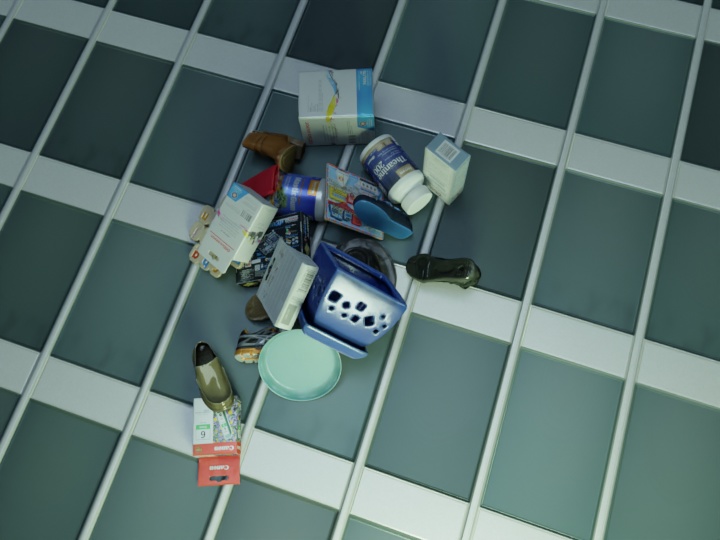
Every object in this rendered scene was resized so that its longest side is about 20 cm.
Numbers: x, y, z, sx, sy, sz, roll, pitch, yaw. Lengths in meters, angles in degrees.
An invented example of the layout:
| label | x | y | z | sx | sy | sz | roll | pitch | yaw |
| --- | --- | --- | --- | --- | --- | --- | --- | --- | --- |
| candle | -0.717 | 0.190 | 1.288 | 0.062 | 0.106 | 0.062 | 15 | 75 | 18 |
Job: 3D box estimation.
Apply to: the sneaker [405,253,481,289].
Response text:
| label | x | y | z | sx | sy | sz | roll | pitch | yaw |
| --- | --- | --- | --- | --- | --- | --- | --- | --- | --- |
| sneaker | 0.215 | 0.006 | 1.709 | 0.197 | 0.114 | 0.077 | 1 | 75 | 33 |

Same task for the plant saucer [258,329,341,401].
| label | x | y | z | sx | sy | sz | roll | pitch | yaw |
| --- | --- | --- | --- | --- | --- | --- | --- | --- | --- |
| plant saucer | -0.144 | 0.222 | 1.620 | 0.197 | 0.027 | 0.202 | -1 | 116 | -1 |

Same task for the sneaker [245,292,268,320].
| label | x | y | z | sx | sy | sz | roll | pitch | yaw |
| --- | --- | --- | --- | --- | --- | --- | --- | --- | --- |
| sneaker | -0.191 | 0.075 | 1.713 | 0.199 | 0.112 | 0.072 | -28 | 72 | 26 |

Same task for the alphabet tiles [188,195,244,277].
| label | x | y | z | sx | sy | sz | roll | pitch | yaw |
| --- | --- | --- | --- | --- | --- | --- | --- | --- | --- |
| alphabet tiles | -0.358 | -0.089 | 1.759 | 0.199 | 0.015 | 0.197 | 30 | 89 | 26 |

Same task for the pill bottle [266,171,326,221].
| label | x | y | z | sx | sy | sz | roll | pitch | yaw |
| --- | --- | --- | --- | --- | --- | --- | --- | --- | --- |
| pill bottle | -0.136 | -0.189 | 1.763 | 0.197 | 0.112 | 0.113 | 9 | 73 | 7 |

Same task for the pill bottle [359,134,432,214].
| label | x | y | z | sx | sy | sz | roll | pitch | yaw |
| --- | --- | --- | --- | --- | --- | --- | --- | --- | --- |
| pill bottle | 0.095 | -0.247 | 1.769 | 0.110 | 0.111 | 0.201 | -35 | 74 | -8 |

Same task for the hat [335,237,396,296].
| label | x | y | z | sx | sy | sz | roll | pitch | yaw |
| --- | --- | --- | --- | --- | --- | --- | --- | --- | --- |
| hat | 0.000 | 0.000 | 1.711 | 0.198 | 0.081 | 0.203 | -1 | 72 | 2 |

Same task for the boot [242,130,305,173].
| label | x | y | z | sx | sy | sz | roll | pitch | yaw |
| --- | --- | --- | --- | --- | --- | --- | --- | --- | --- |
| boot | -0.240 | -0.318 | 1.785 | 0.153 | 0.200 | 0.075 | 16 | 110 | 4 |

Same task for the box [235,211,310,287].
| label | x | y | z | sx | sy | sz | roll | pitch | yaw |
| --- | --- | --- | --- | --- | --- | --- | --- | --- | --- |
| box | -0.224 | -0.051 | 1.725 | 0.198 | 0.046 | 0.161 | -11 | 71 | 21 |

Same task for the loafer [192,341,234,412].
| label | x | y | z | sx | sy | sz | roll | pitch | yaw |
| --- | --- | --- | --- | --- | --- | --- | --- | --- | --- |
| loafer | -0.363 | 0.251 | 1.625 | 0.075 | 0.068 | 0.200 | -25 | 52 | -17 |

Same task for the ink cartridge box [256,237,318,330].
| label | x | y | z | sx | sy | sz | roll | pitch | yaw |
| --- | --- | --- | --- | --- | --- | --- | --- | --- | --- |
| ink cartridge box | -0.176 | 0.028 | 1.600 | 0.057 | 0.200 | 0.164 | 21 | 100 | -23 |

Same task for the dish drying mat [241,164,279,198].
| label | x | y | z | sx | sy | sz | roll | pitch | yaw |
| --- | --- | --- | --- | --- | --- | --- | --- | --- | --- |
| dish drying mat | -0.265 | -0.212 | 1.750 | 0.018 | 0.199 | 0.078 | 10 | 75 | -33 |

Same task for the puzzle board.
| label | x | y | z | sx | sy | sz | roll | pitch | yaw |
| --- | --- | --- | --- | --- | --- | --- | --- | --- | --- |
| puzzle board | -0.011 | -0.175 | 1.730 | 0.017 | 0.199 | 0.153 | -16 | 65 | 44 |

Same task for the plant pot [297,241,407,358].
| label | x | y | z | sx | sy | sz | roll | pitch | yaw |
| --- | --- | --- | --- | --- | --- | --- | --- | --- | --- |
| plant pot | -0.038 | 0.077 | 1.562 | 0.199 | 0.200 | 0.181 | 29 | 101 | -22 |

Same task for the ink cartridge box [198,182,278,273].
| label | x | y | z | sx | sy | sz | roll | pitch | yaw |
| --- | --- | --- | --- | --- | --- | --- | --- | --- | --- |
| ink cartridge box | -0.307 | -0.101 | 1.687 | 0.115 | 0.068 | 0.201 | 36 | 101 | 27 |

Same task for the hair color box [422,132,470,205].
| label | x | y | z | sx | sy | sz | roll | pitch | yaw |
| --- | --- | --- | --- | --- | --- | --- | --- | --- | --- |
| hair color box | 0.214 | -0.254 | 1.718 | 0.099 | 0.200 | 0.061 | 41 | 78 | 14 |

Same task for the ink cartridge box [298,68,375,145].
| label | x | y | z | sx | sy | sz | roll | pitch | yaw |
| --- | --- | --- | --- | --- | --- | --- | --- | --- | --- |
| ink cartridge box | -0.062 | -0.436 | 1.820 | 0.197 | 0.147 | 0.148 | -2 | 72 | 2 |

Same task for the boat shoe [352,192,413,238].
| label | x | y | z | sx | sy | sz | roll | pitch | yaw |
| --- | --- | --- | --- | --- | --- | --- | --- | --- | --- |
| boat shoe | 0.052 | -0.144 | 1.722 | 0.084 | 0.199 | 0.069 | -24 | 52 | 31 |

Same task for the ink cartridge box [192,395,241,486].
| label | x | y | z | sx | sy | sz | roll | pitch | yaw |
| --- | --- | --- | --- | --- | --- | --- | --- | --- | --- |
| ink cartridge box | -0.341 | 0.405 | 1.614 | 0.107 | 0.050 | 0.203 | -4 | 71 | 1 |

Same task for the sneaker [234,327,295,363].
| label | x | y | z | sx | sy | sz | roll | pitch | yaw |
| --- | --- | --- | --- | --- | --- | --- | --- | --- | --- |
| sneaker | -0.212 | 0.178 | 1.671 | 0.197 | 0.079 | 0.078 | -2 | 61 | 0 |
